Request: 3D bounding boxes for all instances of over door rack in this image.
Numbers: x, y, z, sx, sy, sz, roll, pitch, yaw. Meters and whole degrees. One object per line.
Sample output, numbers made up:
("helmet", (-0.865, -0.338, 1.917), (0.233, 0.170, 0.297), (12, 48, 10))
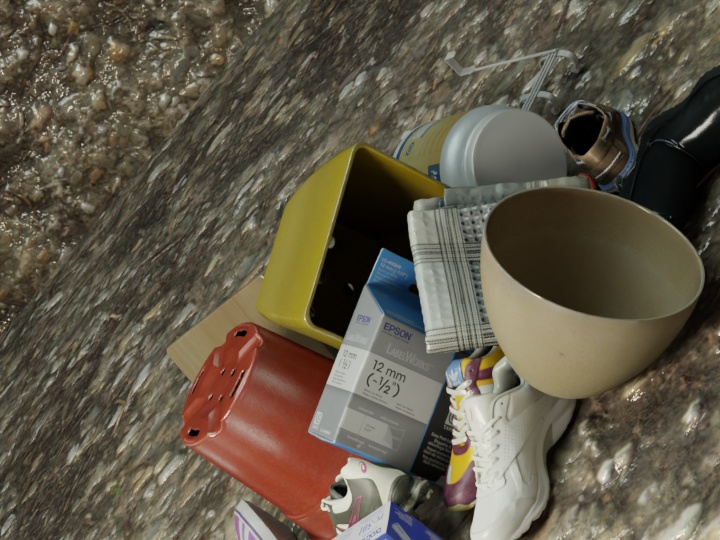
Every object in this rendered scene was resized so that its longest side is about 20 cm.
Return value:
("over door rack", (0.169, -0.203, 2.026), (0.199, 0.067, 0.148), (5, 56, 42))

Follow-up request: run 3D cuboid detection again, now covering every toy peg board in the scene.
("toy peg board", (-0.091, 0.103, 1.948), (0.199, 0.200, 0.098), (-36, 7, 38))

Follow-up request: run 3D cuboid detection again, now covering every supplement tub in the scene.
("supplement tub", (0.133, -0.111, 1.852), (0.145, 0.144, 0.200), (-58, 19, -16))

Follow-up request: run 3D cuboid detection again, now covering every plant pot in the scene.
("plant pot", (0.000, 0.000, 1.741), (0.176, 0.199, 0.202), (-5, 64, 56))
("plant pot", (0.196, 0.035, 1.462), (0.201, 0.198, 0.135), (-83, 3, -55))
("plant pot", (-0.076, 0.164, 1.749), (0.201, 0.194, 0.202), (-45, 26, 29))

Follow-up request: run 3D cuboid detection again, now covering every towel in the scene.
("towel", (0.147, -0.013, 1.604), (0.191, 0.035, 0.201), (-8, 50, 3))

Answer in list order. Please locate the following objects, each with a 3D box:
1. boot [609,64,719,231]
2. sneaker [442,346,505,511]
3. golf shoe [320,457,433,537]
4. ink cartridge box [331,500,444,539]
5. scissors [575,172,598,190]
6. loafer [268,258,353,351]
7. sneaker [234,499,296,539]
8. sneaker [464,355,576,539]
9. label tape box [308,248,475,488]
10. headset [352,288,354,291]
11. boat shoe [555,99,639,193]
("boot", (0.310, -0.097, 1.555), (0.198, 0.073, 0.163), (-35, 23, 56))
("sneaker", (0.110, 0.135, 1.575), (0.075, 0.090, 0.201), (-23, 35, 53))
("golf shoe", (0.002, 0.239, 1.604), (0.077, 0.088, 0.200), (-60, 1, -36))
("ink cartridge box", (-0.006, 0.302, 1.544), (0.200, 0.094, 0.044), (-39, 23, 33))
("scissors", (0.238, -0.049, 1.716), (0.073, 0.014, 0.200), (-46, 19, 11))
("loafer", (-0.019, 0.044, 1.857), (0.063, 0.200, 0.072), (-37, 22, 22))
("sneaker", (-0.122, 0.330, 1.786), (0.115, 0.072, 0.200), (-55, 20, 2))
("sneaker", (0.125, 0.162, 1.482), (0.078, 0.099, 0.201), (-30, 29, 45))
("label tape box", (0.053, 0.098, 1.623), (0.066, 0.142, 0.202), (14, 80, 63))
("headset", (0.051, 0.023, 1.929), (0.124, 0.094, 0.200), (-51, -2, -3))
("boat shoe", (0.254, -0.150, 1.765), (0.072, 0.072, 0.200), (-48, 20, 12))
